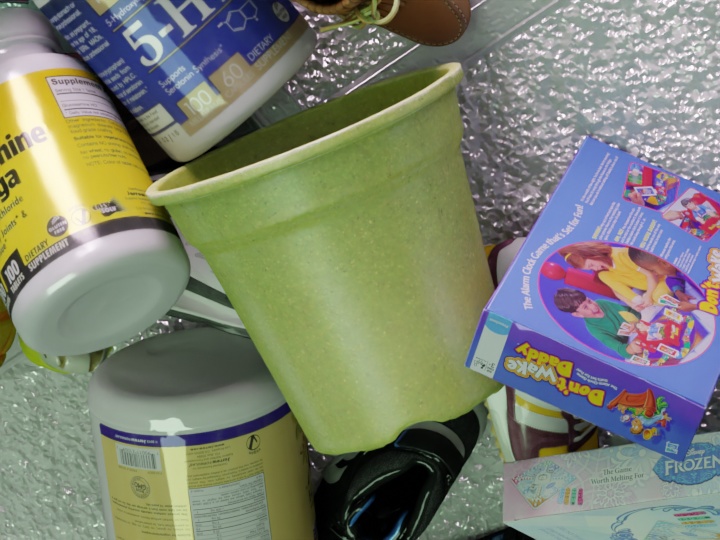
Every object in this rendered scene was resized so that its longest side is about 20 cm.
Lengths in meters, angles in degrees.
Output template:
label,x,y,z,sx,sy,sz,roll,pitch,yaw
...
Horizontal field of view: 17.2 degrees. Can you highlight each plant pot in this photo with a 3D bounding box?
label,x,y,z,sx,sy,sz,roll,pitch,yaw
plant pot,0.000,0.000,1.407,0.200,0.200,0.185,-17,100,32

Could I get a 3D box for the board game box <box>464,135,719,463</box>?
label,x,y,z,sx,sy,sz,roll,pitch,yaw
board game box,0.158,0.012,1.389,0.134,0.200,0.045,24,129,9

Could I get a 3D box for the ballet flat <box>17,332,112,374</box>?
label,x,y,z,sx,sy,sz,roll,pitch,yaw
ballet flat,-0.186,0.030,1.619,0.067,0.067,0.200,9,142,-23

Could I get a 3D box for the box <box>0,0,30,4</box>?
label,x,y,z,sx,sy,sz,roll,pitch,yaw
box,-0.283,-0.208,1.451,0.136,0.200,0.040,27,100,7

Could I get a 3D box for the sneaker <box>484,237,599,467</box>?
label,x,y,z,sx,sy,sz,roll,pitch,yaw
sneaker,0.130,0.071,1.520,0.090,0.075,0.201,-7,119,34

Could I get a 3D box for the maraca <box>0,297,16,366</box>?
label,x,y,z,sx,sy,sz,roll,pitch,yaw
maraca,-0.303,0.046,1.669,0.107,0.138,0.200,23,138,-17

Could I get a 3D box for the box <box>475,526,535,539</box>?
label,x,y,z,sx,sy,sz,roll,pitch,yaw
box,0.038,0.277,1.609,0.199,0.164,0.086,-24,110,17

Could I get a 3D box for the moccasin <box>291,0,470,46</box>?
label,x,y,z,sx,sy,sz,roll,pitch,yaw
moccasin,-0.012,-0.175,1.381,0.073,0.078,0.201,-21,146,33

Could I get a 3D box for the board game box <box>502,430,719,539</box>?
label,x,y,z,sx,sy,sz,roll,pitch,yaw
board game box,0.221,0.150,1.479,0.198,0.044,0.200,-12,155,29

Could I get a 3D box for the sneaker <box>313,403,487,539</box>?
label,x,y,z,sx,sy,sz,roll,pitch,yaw
sneaker,0.003,0.163,1.614,0.073,0.112,0.200,36,129,0

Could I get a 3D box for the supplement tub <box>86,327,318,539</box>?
label,x,y,z,sx,sy,sz,roll,pitch,yaw
supplement tub,-0.103,0.154,1.617,0.145,0.145,0.201,3,112,23

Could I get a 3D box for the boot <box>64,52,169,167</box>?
label,x,y,z,sx,sy,sz,roll,pitch,yaw
boot,-0.211,-0.128,1.565,0.166,0.072,0.201,-18,112,19

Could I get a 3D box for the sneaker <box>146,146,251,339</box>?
label,x,y,z,sx,sy,sz,roll,pitch,yaw
sneaker,-0.068,-0.016,1.542,0.200,0.076,0.116,17,92,-30

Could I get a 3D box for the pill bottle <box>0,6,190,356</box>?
label,x,y,z,sx,sy,sz,roll,pitch,yaw
pill bottle,-0.191,-0.058,1.454,0.113,0.112,0.201,-50,58,39

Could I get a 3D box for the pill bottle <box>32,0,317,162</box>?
label,x,y,z,sx,sy,sz,roll,pitch,yaw
pill bottle,-0.132,-0.176,1.448,0.120,0.120,0.200,-33,104,36
